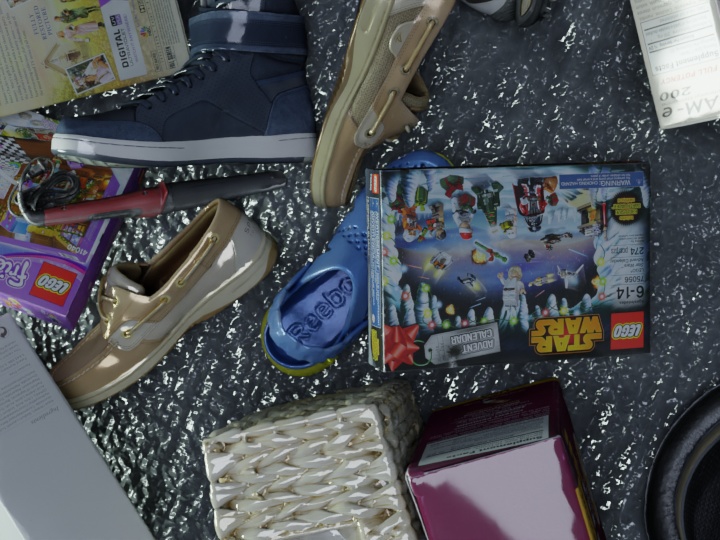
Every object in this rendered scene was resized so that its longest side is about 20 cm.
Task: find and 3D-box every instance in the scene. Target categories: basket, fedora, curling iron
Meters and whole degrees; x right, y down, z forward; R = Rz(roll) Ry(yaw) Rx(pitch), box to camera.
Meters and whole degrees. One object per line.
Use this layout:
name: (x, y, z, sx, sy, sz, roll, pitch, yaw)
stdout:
basket: (-0.018, 0.150, 0.994, 0.135, 0.200, 0.124, -13, 90, 9)
fedora: (0.295, 0.164, 1.004, 0.200, 0.092, 0.201, 1, 96, 8)
curling iron: (-0.150, -0.060, 1.034, 0.199, 0.026, 0.050, -4, 80, -16)

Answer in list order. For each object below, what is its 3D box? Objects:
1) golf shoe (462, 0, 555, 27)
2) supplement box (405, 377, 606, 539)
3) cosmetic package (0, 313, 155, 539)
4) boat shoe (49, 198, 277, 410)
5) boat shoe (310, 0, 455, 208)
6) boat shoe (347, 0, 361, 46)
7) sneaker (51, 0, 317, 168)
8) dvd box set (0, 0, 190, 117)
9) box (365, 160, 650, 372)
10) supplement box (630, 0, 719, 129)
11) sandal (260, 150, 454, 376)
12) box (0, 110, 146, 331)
golf shoe: (0.113, -0.272, 0.991, 0.094, 0.078, 0.201, 19, 97, 5)
supplement box: (0.104, 0.160, 0.976, 0.103, 0.200, 0.131, -16, 95, 9)
cosmetic package: (-0.235, 0.145, 1.037, 0.081, 0.113, 0.200, -29, 76, -24)
boat shoe: (-0.156, 0.020, 1.051, 0.200, 0.074, 0.069, -39, 118, 4)
boat shoe: (0.014, -0.117, 0.993, 0.064, 0.071, 0.200, 18, 131, -2)
boat shoe: (0.023, -0.249, 1.010, 0.062, 0.075, 0.201, 3, 106, -4)
sneaker: (-0.122, -0.143, 0.999, 0.202, 0.077, 0.147, -7, 98, -36)
dvd box set: (-0.230, -0.188, 1.021, 0.199, 0.029, 0.147, -16, 115, -6)
box: (0.104, -0.005, 1.003, 0.199, 0.040, 0.137, -3, 97, -15)
supplement box: (0.240, -0.204, 0.952, 0.126, 0.073, 0.201, -18, 95, -36)
sandal: (0.000, 0.000, 1.031, 0.079, 0.087, 0.200, 38, 98, 4)
box: (-0.275, -0.055, 1.058, 0.200, 0.039, 0.137, 20, 72, 5)
